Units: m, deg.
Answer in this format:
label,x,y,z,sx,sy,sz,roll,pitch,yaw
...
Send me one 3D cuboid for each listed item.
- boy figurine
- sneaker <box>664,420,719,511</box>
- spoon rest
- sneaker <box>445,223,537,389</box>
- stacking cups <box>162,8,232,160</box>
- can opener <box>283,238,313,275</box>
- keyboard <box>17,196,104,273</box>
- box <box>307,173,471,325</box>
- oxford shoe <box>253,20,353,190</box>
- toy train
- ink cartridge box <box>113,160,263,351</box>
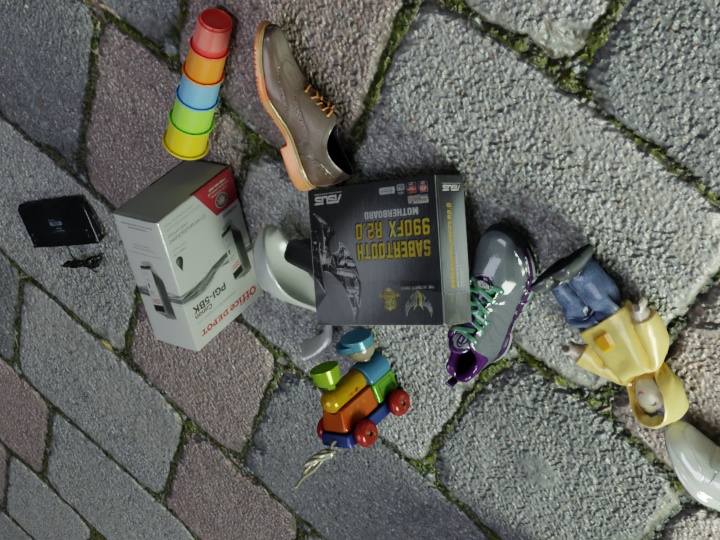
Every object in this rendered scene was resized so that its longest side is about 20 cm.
label,x,y,z,sx,sy,sz,roll,pitch,yaw
boy figurine,0.257,0.074,1.111,0.200,0.064,0.124,55,139,-3
sneaker,0.398,0.217,1.106,0.200,0.075,0.100,44,123,5
spoon rest,-0.081,0.028,1.386,0.060,0.100,0.200,-15,128,12
sneaker,0.135,0.045,1.181,0.074,0.088,0.201,27,137,24
stacking cups,-0.194,-0.222,1.295,0.060,0.060,0.200,37,138,14
can opener,0.000,0.000,1.313,0.199,0.053,0.067,21,100,28
keyboard,-0.464,-0.055,1.723,0.199,0.021,0.128,-1,115,45
box,0.028,-0.019,1.207,0.199,0.048,0.159,-2,91,45
oxford shoe,-0.060,-0.184,1.204,0.073,0.071,0.201,-5,124,23
toy train,-0.033,0.166,1.356,0.084,0.200,0.116,-2,116,44
ink cartridge box,-0.217,-0.020,1.414,0.083,0.147,0.201,13,131,33
